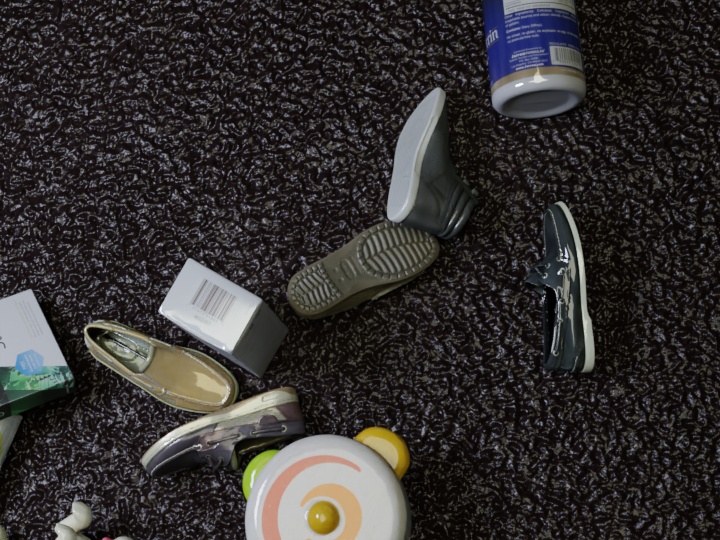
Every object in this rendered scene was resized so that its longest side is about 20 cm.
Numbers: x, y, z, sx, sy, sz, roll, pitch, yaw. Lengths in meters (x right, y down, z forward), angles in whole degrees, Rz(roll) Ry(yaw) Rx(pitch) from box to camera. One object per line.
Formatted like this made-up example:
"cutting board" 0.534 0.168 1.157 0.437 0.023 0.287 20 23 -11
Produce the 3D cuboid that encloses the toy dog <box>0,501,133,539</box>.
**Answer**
"toy dog" -0.325 0.364 1.551 0.197 0.140 0.197 -9 89 4

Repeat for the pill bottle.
"pill bottle" 0.205 -0.295 1.655 0.114 0.116 0.203 -5 76 4

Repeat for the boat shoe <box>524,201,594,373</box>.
"boat shoe" 0.224 0.021 1.603 0.065 0.074 0.203 -6 86 -8

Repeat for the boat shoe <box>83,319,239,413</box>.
"boat shoe" -0.240 0.114 1.627 0.197 0.076 0.073 19 79 9

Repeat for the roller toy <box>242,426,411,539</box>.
"roller toy" -0.032 0.279 1.536 0.197 0.140 0.185 -10 77 3

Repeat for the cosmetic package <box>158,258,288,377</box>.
"cosmetic package" -0.152 0.058 1.567 0.101 0.200 0.075 29 81 12

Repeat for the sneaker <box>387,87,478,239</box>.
"sneaker" 0.096 -0.122 1.658 0.098 0.071 0.202 28 55 -22

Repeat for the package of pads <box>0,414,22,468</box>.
"package of pads" -0.519 0.200 1.641 0.197 0.068 0.156 21 81 9

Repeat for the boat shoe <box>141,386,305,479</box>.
"boat shoe" -0.157 0.201 1.602 0.198 0.072 0.065 -23 69 -6

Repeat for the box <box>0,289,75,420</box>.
"box" -0.453 0.115 1.616 0.198 0.037 0.145 -22 57 -21

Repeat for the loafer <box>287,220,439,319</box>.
"loafer" 0.000 0.000 1.637 0.198 0.067 0.077 -21 79 -16
